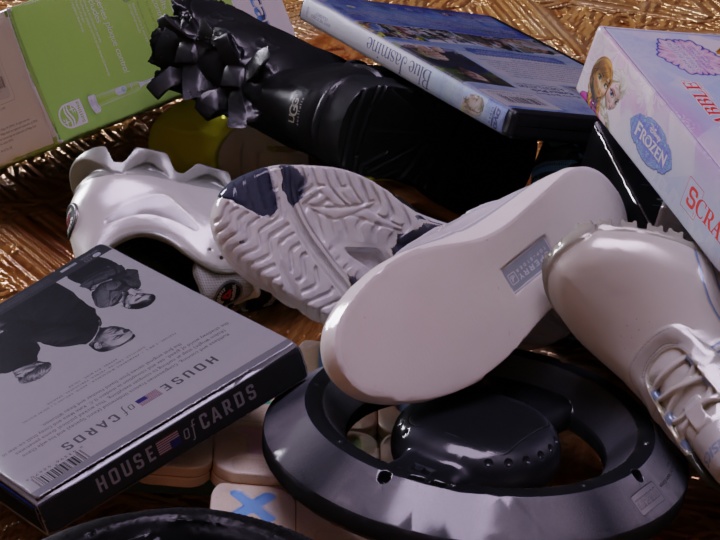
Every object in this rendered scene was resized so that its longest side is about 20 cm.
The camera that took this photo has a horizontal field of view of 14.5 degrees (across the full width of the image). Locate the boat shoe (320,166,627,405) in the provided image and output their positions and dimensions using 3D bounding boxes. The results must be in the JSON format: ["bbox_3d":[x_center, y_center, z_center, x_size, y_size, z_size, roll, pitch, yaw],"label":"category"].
[{"bbox_3d":[0.044,0.008,1.358,0.200,0.072,0.069,-40,12,-37],"label":"boat shoe"}]

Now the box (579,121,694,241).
[{"bbox_3d":[0.219,0.000,1.446,0.200,0.079,0.141,6,30,-18],"label":"box"}]

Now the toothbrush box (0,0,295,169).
[{"bbox_3d":[-0.161,-0.126,1.679,0.200,0.086,0.146,-24,6,-41],"label":"toothbrush box"}]

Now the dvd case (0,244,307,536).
[{"bbox_3d":[-0.138,0.053,1.378,0.150,0.025,0.200,-31,29,-22],"label":"dvd case"}]

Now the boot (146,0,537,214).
[{"bbox_3d":[-0.013,-0.096,1.599,0.162,0.073,0.198,25,11,39],"label":"boot"}]

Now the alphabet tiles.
[{"bbox_3d":[-0.011,0.081,1.367,0.200,0.015,0.196,5,27,-3],"label":"alphabet tiles"}]

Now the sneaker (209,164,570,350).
[{"bbox_3d":[0.000,0.000,1.461,0.199,0.080,0.130,7,-10,-23],"label":"sneaker"}]

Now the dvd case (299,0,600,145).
[{"bbox_3d":[0.077,-0.109,1.564,0.143,0.018,0.200,3,20,-38],"label":"dvd case"}]

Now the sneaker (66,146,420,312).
[{"bbox_3d":[-0.062,-0.007,1.535,0.200,0.074,0.089,6,49,-7],"label":"sneaker"}]

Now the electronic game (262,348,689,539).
[{"bbox_3d":[0.053,0.084,1.316,0.200,0.042,0.200,5,23,-2],"label":"electronic game"}]

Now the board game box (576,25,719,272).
[{"bbox_3d":[0.235,-0.047,1.380,0.199,0.041,0.200,2,34,-26],"label":"board game box"}]

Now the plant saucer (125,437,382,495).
[{"bbox_3d":[-0.077,0.087,1.394,0.200,0.019,0.070,3,27,3],"label":"plant saucer"}]

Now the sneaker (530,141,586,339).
[{"bbox_3d":[0.122,-0.028,1.555,0.073,0.082,0.200,1,28,-7],"label":"sneaker"}]

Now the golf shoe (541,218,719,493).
[{"bbox_3d":[0.165,0.054,1.306,0.200,0.078,0.097,37,26,0],"label":"golf shoe"}]

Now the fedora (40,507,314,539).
[{"bbox_3d":[-0.073,0.179,1.126,0.200,0.092,0.201,0,27,0],"label":"fedora"}]

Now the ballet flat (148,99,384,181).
[{"bbox_3d":[-0.023,-0.076,1.670,0.200,0.067,0.067,-4,31,-12],"label":"ballet flat"}]

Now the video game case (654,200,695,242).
[{"bbox_3d":[0.236,-0.044,1.435,0.143,0.018,0.200,21,31,7],"label":"video game case"}]
